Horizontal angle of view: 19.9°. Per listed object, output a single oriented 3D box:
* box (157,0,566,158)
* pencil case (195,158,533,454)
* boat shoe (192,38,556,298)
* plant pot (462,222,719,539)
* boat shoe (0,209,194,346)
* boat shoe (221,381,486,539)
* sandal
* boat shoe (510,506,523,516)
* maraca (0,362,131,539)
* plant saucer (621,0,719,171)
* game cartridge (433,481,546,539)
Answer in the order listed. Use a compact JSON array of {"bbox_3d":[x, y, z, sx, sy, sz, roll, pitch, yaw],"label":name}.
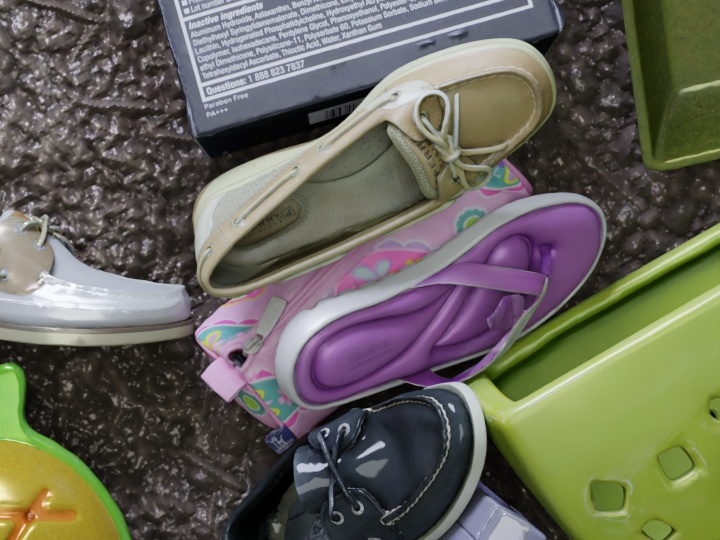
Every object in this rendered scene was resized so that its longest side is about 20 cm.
[{"bbox_3d":[-0.017,-0.185,1.092,0.199,0.123,0.199,-15,88,-1],"label":"box"},{"bbox_3d":[0.000,0.000,1.102,0.200,0.087,0.087,-45,87,-2],"label":"pencil case"},{"bbox_3d":[0.007,-0.047,1.018,0.200,0.063,0.073,-23,118,9],"label":"boat shoe"},{"bbox_3d":[0.185,0.091,1.043,0.200,0.199,0.182,-31,93,0],"label":"plant pot"},{"bbox_3d":[-0.188,0.002,1.110,0.199,0.075,0.069,5,93,2],"label":"boat shoe"},{"bbox_3d":[-0.010,0.110,1.043,0.066,0.199,0.075,3,70,-31],"label":"boat shoe"},{"bbox_3d":[0.052,0.027,1.066,0.202,0.050,0.083,-26,131,-19],"label":"sandal"},{"bbox_3d":[0.061,0.213,1.061,0.067,0.074,0.200,31,50,-6],"label":"boat shoe"},{"bbox_3d":[-0.197,0.141,1.087,0.137,0.107,0.200,-28,87,-2],"label":"maraca"},{"bbox_3d":[0.231,-0.166,1.085,0.199,0.048,0.200,-13,126,1],"label":"plant saucer"},{"bbox_3d":[0.034,0.168,1.036,0.038,0.200,0.130,28,89,-6],"label":"game cartridge"}]
